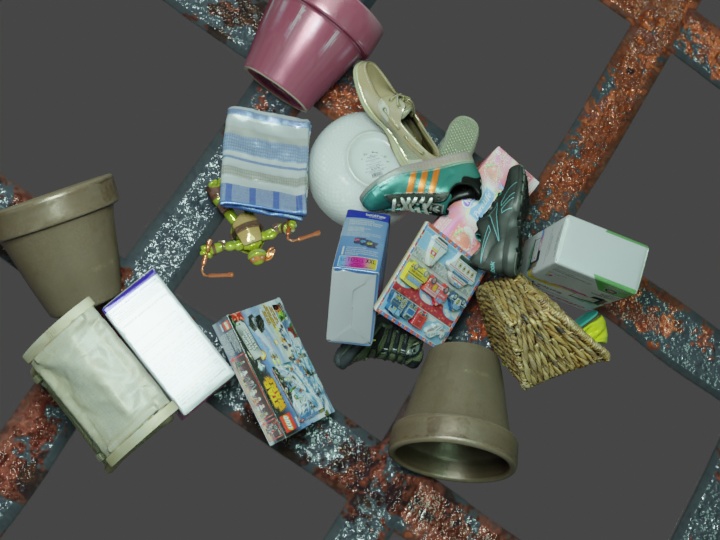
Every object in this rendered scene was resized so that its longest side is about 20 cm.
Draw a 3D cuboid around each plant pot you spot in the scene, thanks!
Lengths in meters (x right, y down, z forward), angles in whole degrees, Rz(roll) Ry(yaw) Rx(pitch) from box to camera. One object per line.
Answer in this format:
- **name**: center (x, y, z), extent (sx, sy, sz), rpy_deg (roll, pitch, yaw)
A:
- **plant pot**: center (-0.432, -0.031, 1.602), extent (0.198, 0.200, 0.177), rpy_deg (-22, 100, -16)
- **plant pot**: center (-0.090, -0.367, 1.747), extent (0.199, 0.200, 0.180), rpy_deg (34, 88, -3)
- **plant pot**: center (0.148, 0.210, 1.655), extent (0.197, 0.201, 0.177), rpy_deg (13, 65, -9)

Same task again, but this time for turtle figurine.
- **turtle figurine**: center (-0.174, -0.074, 1.717), extent (0.197, 0.065, 0.164), rpy_deg (-20, 75, -7)

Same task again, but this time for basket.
- **basket**: center (0.277, 0.069, 1.679), extent (0.147, 0.200, 0.145), rpy_deg (-19, 108, -3)

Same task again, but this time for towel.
- **towel**: center (-0.150, -0.175, 1.729), extent (0.144, 0.024, 0.203), rpy_deg (10, 55, -13)

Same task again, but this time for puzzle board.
- **puzzle board**: center (0.112, 0.029, 1.647), extent (0.017, 0.199, 0.152), rpy_deg (31, 89, 39)

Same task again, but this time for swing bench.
- **swing bench**: center (-0.373, 0.170, 1.547), extent (0.129, 0.200, 0.200), rpy_deg (-39, 87, -17)

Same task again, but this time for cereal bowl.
- **cereal bowl**: center (0.015, -0.170, 1.771), extent (0.196, 0.083, 0.204), rpy_deg (3, 76, -12)

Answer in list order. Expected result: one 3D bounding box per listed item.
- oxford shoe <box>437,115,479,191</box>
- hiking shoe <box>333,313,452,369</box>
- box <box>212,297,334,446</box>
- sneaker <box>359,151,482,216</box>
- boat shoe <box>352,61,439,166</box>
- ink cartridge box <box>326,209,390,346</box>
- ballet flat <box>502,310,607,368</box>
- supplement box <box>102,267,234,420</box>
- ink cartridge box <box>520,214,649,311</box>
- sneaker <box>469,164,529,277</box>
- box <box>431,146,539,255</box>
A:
- **oxford shoe**: center (0.144, -0.170, 1.792), extent (0.074, 0.058, 0.202), rpy_deg (26, 57, 2)
- **hiking shoe**: center (0.053, 0.117, 1.717), extent (0.198, 0.076, 0.102), rpy_deg (-29, 81, -18)
- **box**: center (-0.131, 0.151, 1.649), extent (0.136, 0.040, 0.202), rpy_deg (-17, 79, -57)
- **sneaker**: center (0.099, -0.121, 1.693), extent (0.197, 0.072, 0.081), rpy_deg (-18, 68, -10)
- **boat shoe**: center (0.060, -0.252, 1.722), extent (0.072, 0.065, 0.202), rpy_deg (-31, 91, -48)
- **ink cartridge box**: center (0.000, 0.000, 1.669), extent (0.075, 0.138, 0.201), rpy_deg (7, 34, 2)
- **ballet flat**: center (0.327, 0.135, 1.782), extent (0.198, 0.067, 0.068), rpy_deg (-25, 100, -18)
- **supplement box**: center (-0.290, 0.114, 1.630), extent (0.103, 0.101, 0.201), rpy_deg (-39, 88, -17)
- **ink cartridge box**: center (0.352, -0.008, 1.747), extent (0.143, 0.200, 0.085), rpy_deg (20, 77, -7)
- **sneaker**: center (0.220, -0.084, 1.692), extent (0.078, 0.076, 0.203), rpy_deg (2, 56, 19)
- **box**: center (0.190, -0.091, 1.780), extent (0.094, 0.103, 0.201), rpy_deg (40, 73, -1)
